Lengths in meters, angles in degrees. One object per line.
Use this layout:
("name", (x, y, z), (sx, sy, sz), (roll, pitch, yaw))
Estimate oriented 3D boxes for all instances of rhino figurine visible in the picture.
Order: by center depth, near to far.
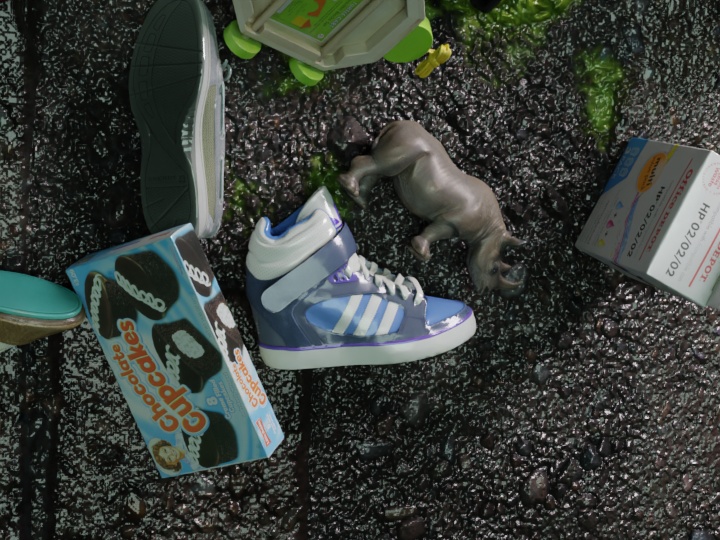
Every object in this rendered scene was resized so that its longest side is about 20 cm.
("rhino figurine", (0.074, -0.049, 1.134), (0.200, 0.060, 0.088), (41, 87, -18))

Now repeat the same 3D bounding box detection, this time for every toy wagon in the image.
("toy wagon", (-0.010, -0.211, 1.052), (0.198, 0.040, 0.155), (18, 140, -39))

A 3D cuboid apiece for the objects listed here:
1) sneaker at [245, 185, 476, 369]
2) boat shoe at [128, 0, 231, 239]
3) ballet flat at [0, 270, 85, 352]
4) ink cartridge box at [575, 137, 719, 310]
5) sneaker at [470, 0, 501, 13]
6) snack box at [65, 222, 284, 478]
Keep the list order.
("sneaker", (0.000, 0.000, 1.113), (0.197, 0.081, 0.149), (-7, 105, -6))
("boat shoe", (-0.143, -0.125, 1.072), (0.073, 0.065, 0.205), (1, 97, 25))
("ballet flat", (-0.326, 0.033, 1.056), (0.197, 0.068, 0.073), (13, 118, -14))
("ink cartridge box", (0.271, -0.043, 1.108), (0.067, 0.200, 0.116), (26, 93, -16))
("sneaker", (0.078, -0.262, 1.051), (0.199, 0.071, 0.081), (13, 110, -55))
("snack box", (-0.154, 0.070, 1.081), (0.115, 0.037, 0.202), (-15, 106, 29))
